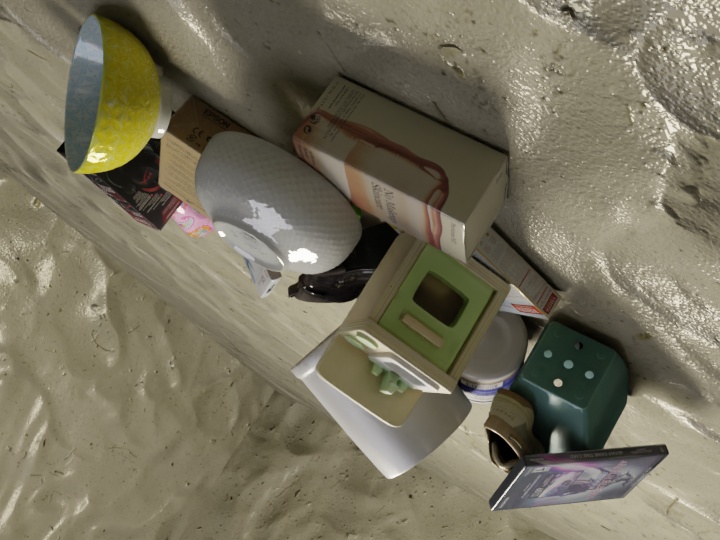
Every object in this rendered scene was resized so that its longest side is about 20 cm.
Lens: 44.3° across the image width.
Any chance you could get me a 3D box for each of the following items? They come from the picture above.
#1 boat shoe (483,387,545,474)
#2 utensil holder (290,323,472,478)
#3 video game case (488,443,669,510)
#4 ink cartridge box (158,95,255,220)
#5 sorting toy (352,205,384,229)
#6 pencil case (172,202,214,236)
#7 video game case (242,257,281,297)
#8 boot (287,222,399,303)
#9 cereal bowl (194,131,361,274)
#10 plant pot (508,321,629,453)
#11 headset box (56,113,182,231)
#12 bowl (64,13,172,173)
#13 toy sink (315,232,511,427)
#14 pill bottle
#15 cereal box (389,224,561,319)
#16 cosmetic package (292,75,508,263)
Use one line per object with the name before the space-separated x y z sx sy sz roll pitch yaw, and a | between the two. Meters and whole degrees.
boat shoe | 0.194 0.231 1.151 0.072 0.065 0.200 23 152 29
utensil holder | 0.030 0.158 1.212 0.200 0.170 0.170 51 165 0
video game case | 0.281 0.271 1.153 0.199 0.019 0.143 -1 144 -14
ink cartridge box | -0.182 -0.129 1.246 0.200 0.075 0.165 33 154 0
sorting toy | -0.072 -0.060 1.155 0.199 0.037 0.185 7 155 -8
pencil case | -0.313 -0.136 1.530 0.087 0.088 0.200 25 164 27
video game case | -0.186 -0.061 1.427 0.201 0.022 0.182 66 165 4
boot | 0.000 0.000 1.199 0.199 0.070 0.174 -1 161 -4
cereal bowl | -0.103 -0.059 0.980 0.199 0.084 0.200 29 162 10
plant pot | 0.270 0.163 1.166 0.141 0.142 0.200 27 159 21
headset box | -0.326 -0.168 1.329 0.075 0.149 0.200 20 161 45
bowl | -0.305 -0.217 1.135 0.107 0.201 0.200 6 180 -30
toy sink | 0.059 0.069 1.017 0.130 0.200 0.112 36 166 -10
pill bottle | 0.175 0.125 1.269 0.119 0.120 0.200 29 165 16
cereal box | 0.131 -0.018 1.065 0.200 0.040 0.144 40 165 -28
cosmetic package | 0.042 -0.101 0.894 0.199 0.087 0.103 28 163 19
